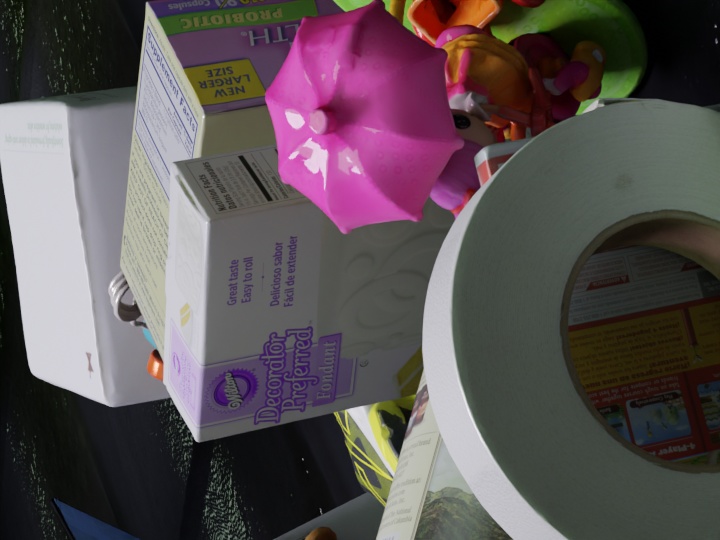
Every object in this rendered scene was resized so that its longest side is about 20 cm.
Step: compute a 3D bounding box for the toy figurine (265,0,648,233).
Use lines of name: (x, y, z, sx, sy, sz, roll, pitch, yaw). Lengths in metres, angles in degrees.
toy figurine: (0.033, -0.082, 1.092, 0.150, 0.200, 0.184, -27, 30, 39)

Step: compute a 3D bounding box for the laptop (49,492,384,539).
laptop: (-0.051, 0.180, 1.469, 0.187, 0.199, 0.116, 48, 160, 54)

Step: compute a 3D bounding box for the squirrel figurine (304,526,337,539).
squirrel figurine: (0.021, 0.225, 1.329, 0.142, 0.199, 0.187, -65, -46, -71)

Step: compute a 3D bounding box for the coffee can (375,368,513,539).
coffee can: (0.083, 0.107, 1.081, 0.146, 0.146, 0.201, 140, 149, -66)

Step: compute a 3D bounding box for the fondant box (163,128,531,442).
fondant box: (0.000, 0.000, 1.287, 0.058, 0.199, 0.145, -123, 30, -46)

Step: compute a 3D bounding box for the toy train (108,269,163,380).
toy train: (-0.075, -0.025, 1.522, 0.056, 0.200, 0.150, 39, 162, 40)

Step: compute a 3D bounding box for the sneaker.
sneaker: (0.009, 0.086, 1.479, 0.200, 0.074, 0.085, -120, 28, -42)

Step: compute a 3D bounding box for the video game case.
video game case: (0.137, 0.034, 1.023, 0.017, 0.142, 0.201, 139, 119, -70)

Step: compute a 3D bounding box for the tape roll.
tape roll: (0.122, 0.031, 0.981, 0.037, 0.202, 0.204, 132, 125, -65)

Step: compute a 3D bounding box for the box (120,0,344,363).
box: (-0.032, -0.056, 1.377, 0.200, 0.175, 0.097, 101, 150, -44)

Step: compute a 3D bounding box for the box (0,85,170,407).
box: (-0.132, -0.025, 1.659, 0.199, 0.171, 0.201, -170, 71, -68)
